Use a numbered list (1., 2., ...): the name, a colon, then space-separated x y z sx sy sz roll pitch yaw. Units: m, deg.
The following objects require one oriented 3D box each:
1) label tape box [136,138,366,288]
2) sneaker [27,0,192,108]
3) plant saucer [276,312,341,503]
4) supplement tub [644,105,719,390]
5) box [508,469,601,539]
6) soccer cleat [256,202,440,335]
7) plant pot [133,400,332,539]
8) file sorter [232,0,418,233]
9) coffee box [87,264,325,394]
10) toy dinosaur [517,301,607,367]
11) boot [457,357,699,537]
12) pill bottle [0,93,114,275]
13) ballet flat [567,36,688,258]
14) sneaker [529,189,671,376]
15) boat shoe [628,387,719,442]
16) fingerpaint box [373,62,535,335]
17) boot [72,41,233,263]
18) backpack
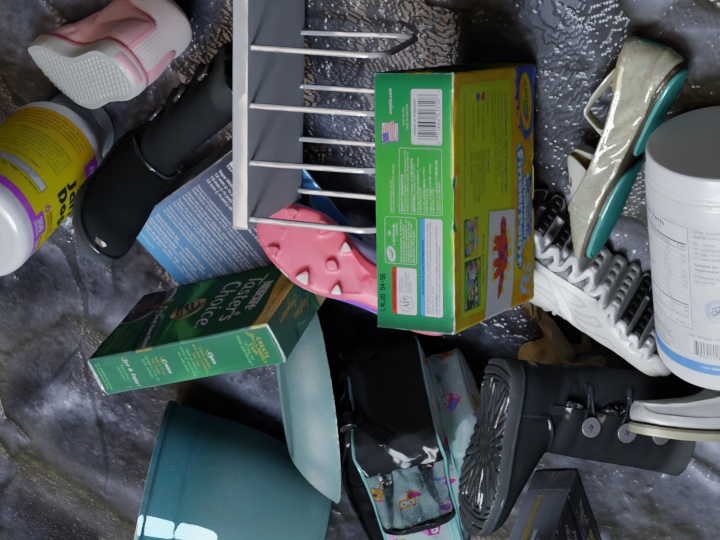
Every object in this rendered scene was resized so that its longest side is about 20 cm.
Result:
1. label tape box: -0.099 -0.046 1.456 0.200 0.066 0.143 -32 106 33
2. sneaker: -0.218 -0.206 1.403 0.200 0.105 0.075 10 142 55
3. plant saucer: -0.053 0.122 1.469 0.039 0.201 0.201 -8 125 -9
4. supplement tub: 0.298 -0.016 1.250 0.132 0.132 0.201 4 123 22
5. box: 0.199 0.320 1.513 0.048 0.159 0.200 -8 119 26
6. soccer cleat: 0.000 0.000 1.377 0.200 0.076 0.067 25 95 3
7. plant pot: -0.126 0.249 1.603 0.187 0.200 0.200 11 128 -2
8. file sorter: -0.024 -0.141 1.274 0.124 0.139 0.201 5 105 15
9. coffee box: -0.137 0.050 1.420 0.199 0.123 0.044 -11 116 29
10. toy dinosaur: 0.189 0.108 1.449 0.101 0.058 0.201 16 121 33
11. boot: 0.196 0.160 1.373 0.199 0.066 0.165 6 106 -25
12. pill bottle: -0.304 -0.088 1.431 0.104 0.200 0.105 12 127 16
13. ballet flat: 0.206 -0.103 1.284 0.062 0.067 0.200 33 123 18
14. sneaker: 0.198 0.019 1.366 0.200 0.075 0.081 45 137 1
15. boat shoe: 0.325 0.110 1.335 0.199 0.075 0.069 -1 93 -11
16. fingerpaint box: 0.078 -0.064 1.251 0.073 0.167 0.201 4 102 28
17. boot: -0.160 -0.110 1.369 0.066 0.165 0.200 39 131 -26
18. backpack: 0.055 0.181 1.470 0.153 0.176 0.200 -9 128 -6
